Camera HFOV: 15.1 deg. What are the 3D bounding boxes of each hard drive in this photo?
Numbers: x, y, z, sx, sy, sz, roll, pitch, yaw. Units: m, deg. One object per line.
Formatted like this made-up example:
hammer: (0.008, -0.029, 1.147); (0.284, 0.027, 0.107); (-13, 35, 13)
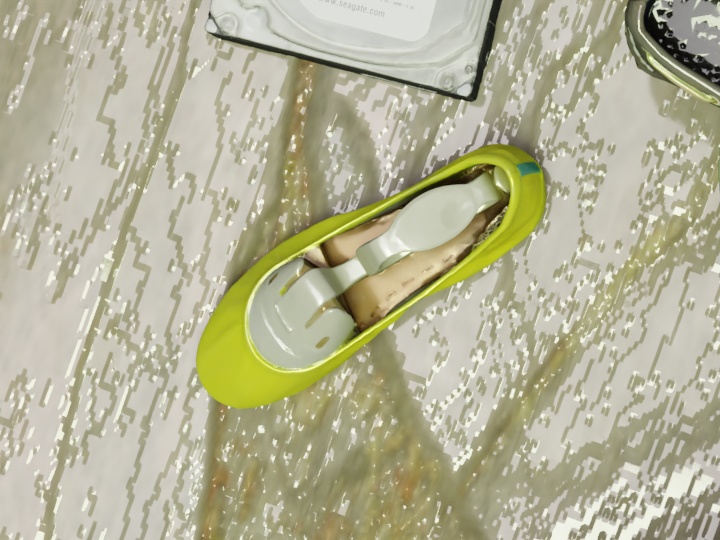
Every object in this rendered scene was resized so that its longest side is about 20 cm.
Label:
hard drive: (0.014, -0.196, 1.330); (0.139, 0.038, 0.201); (15, 90, 8)

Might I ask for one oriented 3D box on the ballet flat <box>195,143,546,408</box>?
ballet flat: (0.000, 0.000, 1.313); (0.200, 0.067, 0.067); (-32, 85, 7)

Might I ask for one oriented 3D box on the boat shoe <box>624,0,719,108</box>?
boat shoe: (0.209, -0.082, 1.176); (0.201, 0.060, 0.072); (20, 99, 9)

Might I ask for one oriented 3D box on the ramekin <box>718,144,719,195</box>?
ramekin: (0.267, -0.047, 1.250); (0.199, 0.098, 0.201); (1, 95, 11)
